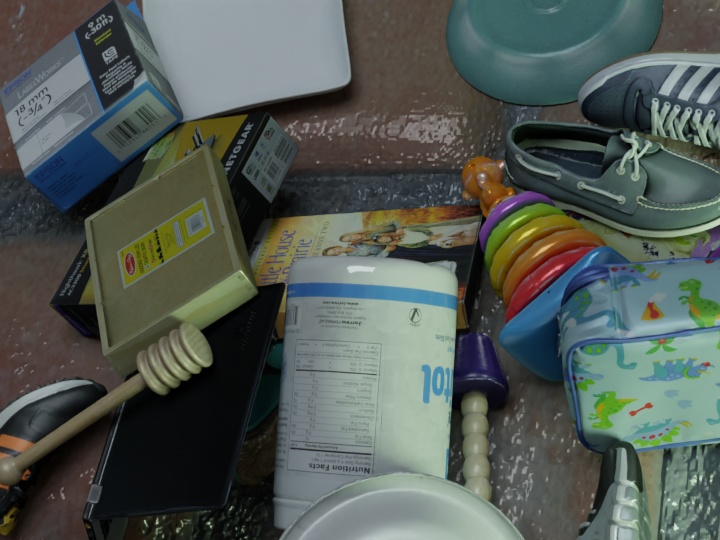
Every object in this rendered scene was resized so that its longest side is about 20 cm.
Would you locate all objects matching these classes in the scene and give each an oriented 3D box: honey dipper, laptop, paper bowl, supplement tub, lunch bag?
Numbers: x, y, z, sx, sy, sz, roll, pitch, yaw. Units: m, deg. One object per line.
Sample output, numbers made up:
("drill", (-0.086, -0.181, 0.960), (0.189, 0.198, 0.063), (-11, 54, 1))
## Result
("honey dipper", (-0.197, 0.107, 1.358), (0.199, 0.038, 0.038), (-35, 51, 16))
("laptop", (-0.130, 0.128, 1.394), (0.115, 0.201, 0.188), (11, 59, 6))
("paper bowl", (0.028, 0.237, 1.224), (0.199, 0.104, 0.203), (0, 84, 0))
("supplement tub", (0.004, 0.094, 1.356), (0.131, 0.132, 0.202), (2, 85, 18))
("lunch bag", (0.245, 0.063, 1.333), (0.198, 0.161, 0.083), (-8, 49, 9))

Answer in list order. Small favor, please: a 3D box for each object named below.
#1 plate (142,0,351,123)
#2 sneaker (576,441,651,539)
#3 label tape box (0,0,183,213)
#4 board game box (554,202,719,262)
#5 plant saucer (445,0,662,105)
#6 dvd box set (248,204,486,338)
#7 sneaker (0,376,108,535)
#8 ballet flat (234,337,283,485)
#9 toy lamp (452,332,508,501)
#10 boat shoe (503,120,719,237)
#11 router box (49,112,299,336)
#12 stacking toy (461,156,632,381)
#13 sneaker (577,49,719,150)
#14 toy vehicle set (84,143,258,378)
("plate", (-0.107, -0.221, 1.712), (0.198, 0.032, 0.201), (-12, 55, 8))
("sneaker", (0.148, 0.216, 1.310), (0.114, 0.075, 0.201), (-5, 56, 16))
("label tape box", (-0.255, -0.169, 1.663), (0.144, 0.063, 0.201), (-37, 44, 10))
("board game box", (0.238, -0.022, 1.476), (0.120, 0.032, 0.200), (-41, 55, -18))
("plant saucer", (0.170, -0.238, 1.639), (0.198, 0.036, 0.201), (-8, 55, 11))
("dvd box set", (0.000, 0.000, 1.500), (0.198, 0.030, 0.147), (-3, 34, 15))
("sneaker", (-0.284, 0.166, 1.485), (0.199, 0.070, 0.090), (-28, 68, -3))
("ballet flat", (-0.054, 0.101, 1.446), (0.070, 0.066, 0.200), (11, 35, 32))
("toy lamp", (0.087, 0.141, 1.390), (0.058, 0.058, 0.201), (-6, 56, 12))
("boat shoe", (0.207, -0.079, 1.470), (0.199, 0.062, 0.073), (13, 60, 25))
("router box", (-0.158, -0.038, 1.555), (0.156, 0.052, 0.201), (-3, 52, 43))
("stacking toy", (0.133, -0.020, 1.448), (0.116, 0.110, 0.200), (-42, 51, 11))
("sneaker", (0.279, -0.122, 1.505), (0.198, 0.070, 0.109), (-4, 53, 10))
("toy vehicle set", (-0.153, -0.012, 1.434), (0.124, 0.027, 0.200), (-31, 34, 8))
